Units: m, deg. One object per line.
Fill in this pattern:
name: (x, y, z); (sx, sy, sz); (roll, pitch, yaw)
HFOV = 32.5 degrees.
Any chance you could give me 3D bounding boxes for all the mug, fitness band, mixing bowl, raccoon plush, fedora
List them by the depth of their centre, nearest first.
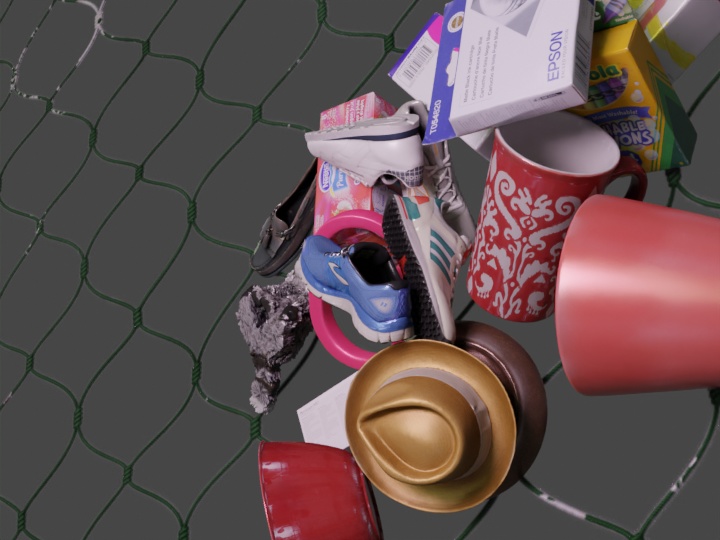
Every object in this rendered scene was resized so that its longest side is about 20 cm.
fedora: (0.062, 0.170, 1.305); (0.198, 0.082, 0.204); (2, 94, 24)
mug: (0.206, -0.049, 1.320); (0.134, 0.175, 0.202); (-68, -8, -55)
mixing bowl: (-0.036, 0.277, 1.392); (0.107, 0.201, 0.202); (-15, 57, 4)
fitness band: (0.003, 0.025, 1.491); (0.142, 0.037, 0.202); (13, 116, 28)
raccoon plush: (-0.089, 0.074, 1.611); (0.097, 0.133, 0.202); (39, 130, 29)

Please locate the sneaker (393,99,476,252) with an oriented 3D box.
sneaker: (0.084, -0.111, 1.475); (0.201, 0.075, 0.092); (61, 156, 15)

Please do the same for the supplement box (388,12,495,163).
supplement box: (0.141, -0.212, 1.505); (0.101, 0.103, 0.200); (-50, 45, 9)

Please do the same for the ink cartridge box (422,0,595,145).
ink cartridge box: (0.148, -0.240, 1.286); (0.198, 0.041, 0.202); (-13, 56, 36)

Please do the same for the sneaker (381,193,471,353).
sneaker: (0.091, -0.004, 1.386); (0.071, 0.092, 0.202); (113, 146, -52)

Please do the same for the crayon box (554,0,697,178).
crayon box: (0.261, -0.187, 1.316); (0.125, 0.200, 0.052); (-8, 43, 38)

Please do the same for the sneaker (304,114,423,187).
sneaker: (0.001, -0.138, 1.478); (0.199, 0.076, 0.081); (8, 117, 55)

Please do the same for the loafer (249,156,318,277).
loafer: (-0.092, -0.080, 1.673); (0.200, 0.063, 0.072); (-49, 46, 12)

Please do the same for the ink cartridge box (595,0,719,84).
ink cartridge box: (0.324, -0.295, 1.396); (0.200, 0.083, 0.145); (-49, 47, 13)

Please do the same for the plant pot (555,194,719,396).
plant pot: (0.307, 0.030, 1.201); (0.175, 0.200, 0.203); (4, 73, 31)

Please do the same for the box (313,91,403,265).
box: (0.008, -0.109, 1.575); (0.095, 0.099, 0.202); (-15, 62, 35)

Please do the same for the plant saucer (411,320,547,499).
plant saucer: (0.106, 0.154, 1.364); (0.198, 0.034, 0.203); (-4, 80, 24)

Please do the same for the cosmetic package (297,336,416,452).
cosmetic package: (0.020, 0.160, 1.471); (0.199, 0.050, 0.083); (-34, 55, 24)

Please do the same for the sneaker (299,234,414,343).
sneaker: (0.000, 0.000, 1.387); (0.200, 0.078, 0.090); (36, 126, 46)
